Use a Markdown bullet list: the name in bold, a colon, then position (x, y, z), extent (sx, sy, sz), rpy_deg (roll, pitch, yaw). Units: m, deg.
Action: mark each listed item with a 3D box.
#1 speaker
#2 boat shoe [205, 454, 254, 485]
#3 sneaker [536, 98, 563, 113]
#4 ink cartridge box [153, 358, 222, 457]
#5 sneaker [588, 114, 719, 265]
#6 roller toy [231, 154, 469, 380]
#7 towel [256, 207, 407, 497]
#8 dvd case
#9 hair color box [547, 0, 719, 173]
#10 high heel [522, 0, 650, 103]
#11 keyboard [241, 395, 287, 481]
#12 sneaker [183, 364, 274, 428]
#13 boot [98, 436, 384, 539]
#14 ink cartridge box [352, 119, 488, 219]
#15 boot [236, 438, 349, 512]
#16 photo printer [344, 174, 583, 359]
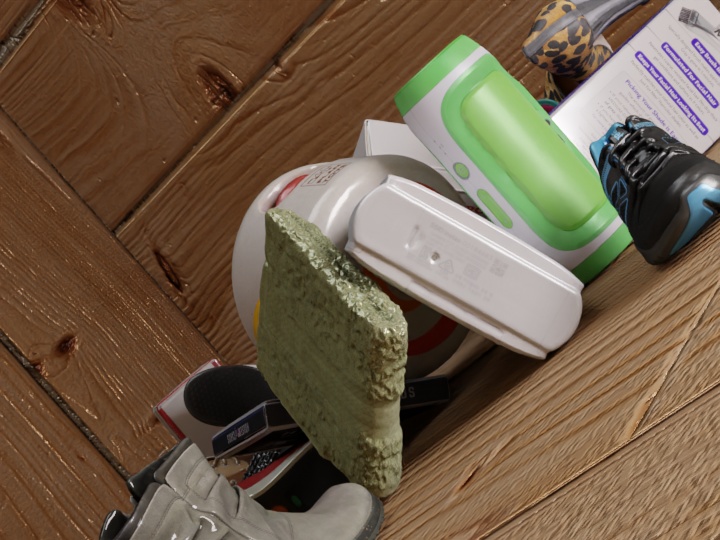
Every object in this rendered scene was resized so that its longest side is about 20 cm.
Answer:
- **speaker**: position (0.117, -0.080, 1.257), extent (0.088, 0.200, 0.088), rpy_deg (-41, 2, 2)
- **boat shoe**: position (-0.132, 0.215, 1.644), extent (0.200, 0.072, 0.076), rpy_deg (-39, 1, -12)
- **sneaker**: position (0.187, -0.099, 1.472), extent (0.084, 0.121, 0.200), rpy_deg (-42, 2, 21)
- **ink cartridge box**: position (-0.150, 0.179, 1.808), extent (0.084, 0.145, 0.200), rpy_deg (-40, 2, -11)
- **sneaker**: position (0.188, -0.056, 1.081), extent (0.073, 0.082, 0.200), rpy_deg (-40, 3, 1)
- **roller toy**: position (0.000, 0.000, 1.334), extent (0.139, 0.199, 0.184), rpy_deg (-3, 76, 54)
- **towel**: position (-0.022, 0.052, 1.154), extent (0.036, 0.150, 0.200), rpy_deg (-10, 29, -25)
- **dvd case**: position (-0.029, 0.120, 1.338), extent (0.149, 0.025, 0.200), rpy_deg (-8, -10, -18)
- **hair color box**: position (0.235, -0.130, 1.362), extent (0.200, 0.109, 0.065), rpy_deg (-42, 1, -21)
- **high heel**: position (0.163, -0.172, 1.430), extent (0.142, 0.072, 0.200), rpy_deg (-30, -17, -30)
- **keyboard**: position (-0.074, 0.138, 1.526), extent (0.128, 0.020, 0.201), rpy_deg (-87, 20, -51)
- **sneaker**: position (-0.083, 0.130, 1.693), extent (0.200, 0.068, 0.108), rpy_deg (-6, -10, -11)
- **boot**: position (-0.066, 0.145, 0.986), extent (0.068, 0.131, 0.200), rpy_deg (-40, 3, 29)
- **ink cartridge box**: position (0.052, -0.042, 1.605), extent (0.201, 0.144, 0.084), rpy_deg (111, 160, -48)
- **boot**: position (-0.085, 0.195, 1.280), extent (0.199, 0.073, 0.144), rpy_deg (-34, 0, -12)
- **photo printer**: position (0.068, -0.003, 1.174), extent (0.070, 0.166, 0.200), rpy_deg (-61, 1, 0)
